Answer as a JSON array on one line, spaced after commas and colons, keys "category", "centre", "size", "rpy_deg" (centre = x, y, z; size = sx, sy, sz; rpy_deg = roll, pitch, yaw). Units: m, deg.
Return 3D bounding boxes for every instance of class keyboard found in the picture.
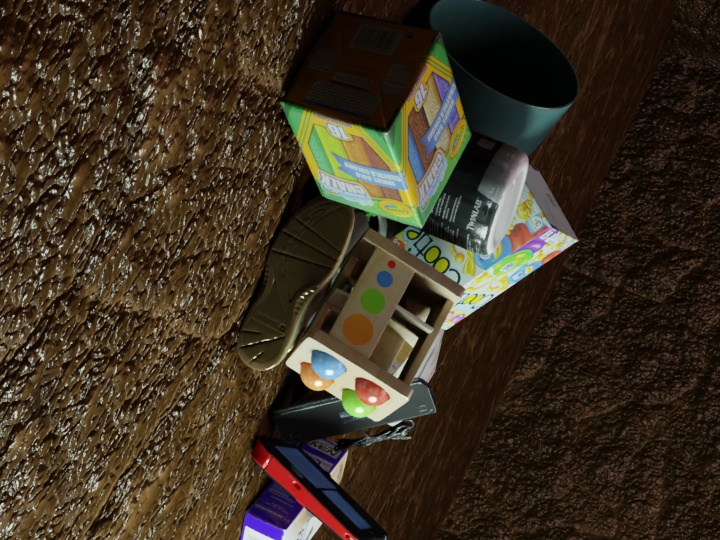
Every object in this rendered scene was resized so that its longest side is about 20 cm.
[{"category": "keyboard", "centre": [-0.003, 0.182, 1.635], "size": [0.128, 0.197, 0.021], "rpy_deg": [69, 11, -50]}]

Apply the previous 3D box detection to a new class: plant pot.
[{"category": "plant pot", "centre": [0.134, -0.198, 1.574], "size": [0.162, 0.199, 0.201], "rpy_deg": [-58, 173, 36]}]

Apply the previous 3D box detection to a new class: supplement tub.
[{"category": "supplement tub", "centre": [0.074, -0.106, 1.455], "size": [0.123, 0.198, 0.123], "rpy_deg": [-59, 164, -28]}]

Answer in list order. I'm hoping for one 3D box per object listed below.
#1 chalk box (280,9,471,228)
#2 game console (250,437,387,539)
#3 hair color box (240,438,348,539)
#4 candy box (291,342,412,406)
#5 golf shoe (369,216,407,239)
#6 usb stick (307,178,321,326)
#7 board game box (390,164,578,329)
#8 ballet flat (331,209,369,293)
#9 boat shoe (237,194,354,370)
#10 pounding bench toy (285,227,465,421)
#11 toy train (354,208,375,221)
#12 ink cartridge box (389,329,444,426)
[{"category": "chalk box", "centre": [0.024, -0.134, 1.307], "size": [0.125, 0.123, 0.201], "rpy_deg": [-60, 150, -24]}, {"category": "game console", "centre": [-0.047, 0.274, 1.637], "size": [0.031, 0.176, 0.200], "rpy_deg": [-52, 165, 0]}, {"category": "hair color box", "centre": [-0.090, 0.320, 1.770], "size": [0.200, 0.064, 0.111], "rpy_deg": [-48, 156, -56]}, {"category": "candy box", "centre": [0.002, 0.127, 1.732], "size": [0.116, 0.057, 0.200], "rpy_deg": [-36, -176, 35]}, {"category": "golf shoe", "centre": [0.000, 0.000, 1.639], "size": [0.088, 0.076, 0.203], "rpy_deg": [14, 94, -58]}, {"category": "usb stick", "centre": [-0.048, -0.023, 1.470], "size": [0.056, 0.032, 0.202], "rpy_deg": [-51, 159, -49]}, {"category": "board game box", "centre": [0.136, -0.030, 1.561], "size": [0.199, 0.106, 0.103], "rpy_deg": [-36, 158, 19]}, {"category": "ballet flat", "centre": [-0.029, 0.010, 1.567], "size": [0.067, 0.046, 0.202], "rpy_deg": [-31, 143, -38]}, {"category": "boat shoe", "centre": [-0.066, 0.009, 1.394], "size": [0.202, 0.071, 0.064], "rpy_deg": [-59, 171, 9]}, {"category": "pounding bench toy", "centre": [0.001, 0.079, 1.454], "size": [0.157, 0.123, 0.200], "rpy_deg": [-60, -176, -22]}, {"category": "toy train", "centre": [0.054, -0.107, 1.597], "size": [0.199, 0.042, 0.056], "rpy_deg": [-27, 170, -48]}, {"category": "ink cartridge box", "centre": [0.066, 0.112, 1.986], "size": [0.147, 0.082, 0.202], "rpy_deg": [-54, 160, -43]}]
